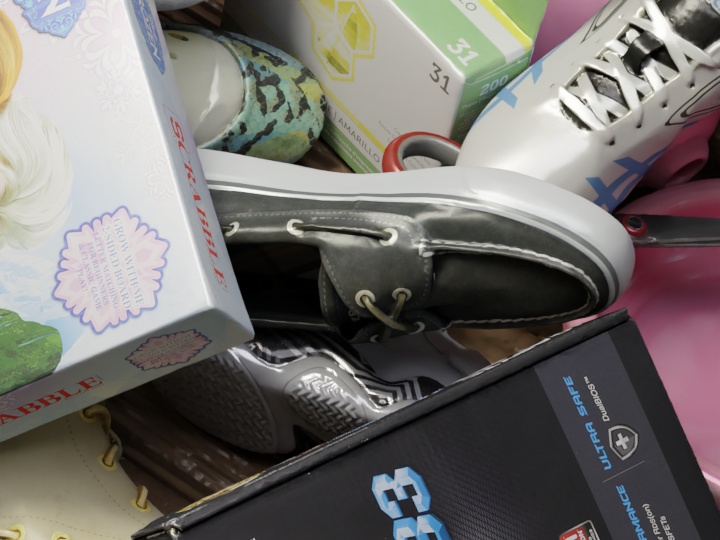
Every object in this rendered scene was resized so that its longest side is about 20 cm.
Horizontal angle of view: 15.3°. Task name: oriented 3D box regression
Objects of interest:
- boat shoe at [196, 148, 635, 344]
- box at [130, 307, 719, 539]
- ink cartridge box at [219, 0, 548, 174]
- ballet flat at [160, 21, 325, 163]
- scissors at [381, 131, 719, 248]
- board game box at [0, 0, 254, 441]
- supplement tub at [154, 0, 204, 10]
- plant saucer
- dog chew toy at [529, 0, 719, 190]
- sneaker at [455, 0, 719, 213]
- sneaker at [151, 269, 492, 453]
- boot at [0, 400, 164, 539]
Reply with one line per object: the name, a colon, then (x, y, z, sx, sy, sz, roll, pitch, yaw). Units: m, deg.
boat shoe: (0.000, 0.000, 0.983, 0.199, 0.069, 0.057, 6, 51, 19)
box: (0.047, 0.141, 0.933, 0.198, 0.050, 0.201, -22, 89, -27)
ink cartridge box: (0.014, -0.130, 1.086, 0.048, 0.200, 0.146, -28, 62, -29)
ballet flat: (-0.113, -0.076, 1.101, 0.199, 0.074, 0.074, 5, 53, -2)
scissors: (0.096, -0.011, 1.057, 0.199, 0.014, 0.073, 13, 43, -10)
board game box: (-0.158, -0.032, 0.964, 0.199, 0.041, 0.201, -23, 67, 11)
supplement tub: (-0.138, -0.177, 1.104, 0.199, 0.123, 0.122, 15, 44, 41)
plant saucer: (0.174, 0.046, 1.063, 0.200, 0.051, 0.201, 8, 41, -7)
dog chew toy: (0.083, -0.119, 1.148, 0.124, 0.125, 0.200, -24, 69, -26)
sneaker: (0.113, -0.083, 1.048, 0.200, 0.073, 0.072, -38, 68, -18)
sneaker: (0.025, 0.032, 1.046, 0.199, 0.075, 0.115, 22, 55, 9)
boot: (-0.090, 0.079, 0.989, 0.199, 0.073, 0.156, -1, 58, -4)
